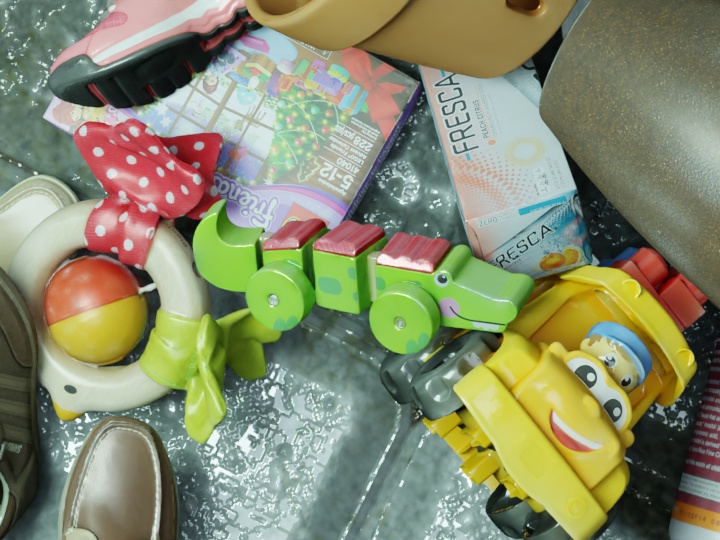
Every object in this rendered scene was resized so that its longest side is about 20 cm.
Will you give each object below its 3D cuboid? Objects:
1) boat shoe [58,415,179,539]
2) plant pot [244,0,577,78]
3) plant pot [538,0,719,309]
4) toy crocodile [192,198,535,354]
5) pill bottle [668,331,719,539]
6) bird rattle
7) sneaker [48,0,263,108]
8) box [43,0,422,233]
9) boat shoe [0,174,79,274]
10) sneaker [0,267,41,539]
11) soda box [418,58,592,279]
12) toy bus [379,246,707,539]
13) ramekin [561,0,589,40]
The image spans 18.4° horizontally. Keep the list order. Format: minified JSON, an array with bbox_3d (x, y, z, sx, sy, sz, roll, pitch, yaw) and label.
[{"bbox_3d":[-0.145,0.186,1.297,0.075,0.072,0.201,5,88,-8],"label":"boat shoe"},{"bbox_3d":[0.044,-0.199,1.252,0.140,0.200,0.201,25,88,-27],"label":"plant pot"},{"bbox_3d":[0.205,-0.074,1.211,0.200,0.187,0.187,32,89,16],"label":"plant pot"},{"bbox_3d":[0.000,0.000,1.248,0.199,0.068,0.062,9,118,24],"label":"toy crocodile"},{"bbox_3d":[0.260,0.080,1.317,0.112,0.113,0.201,14,87,5],"label":"pill bottle"},{"bbox_3d":[-0.142,0.011,1.335,0.162,0.113,0.201,-21,103,15],"label":"bird rattle"},{"bbox_3d":[-0.110,-0.172,1.356,0.200,0.074,0.087,-31,73,-6],"label":"sneaker"},{"bbox_3d":[-0.079,-0.105,1.393,0.199,0.039,0.137,29,88,6],"label":"box"},{"bbox_3d":[-0.246,0.025,1.384,0.072,0.065,0.200,40,90,6],"label":"boat shoe"},{"bbox_3d":[-0.230,0.080,1.323,0.070,0.076,0.201,0,125,12],"label":"sneaker"},{"bbox_3d":[0.080,-0.083,1.313,0.068,0.064,0.201,-16,46,3],"label":"soda box"},{"bbox_3d":[0.128,0.056,1.287,0.192,0.200,0.136,-38,98,-5],"label":"toy bus"},{"bbox_3d":[0.221,-0.169,1.304,0.199,0.098,0.201,6,128,7],"label":"ramekin"}]
